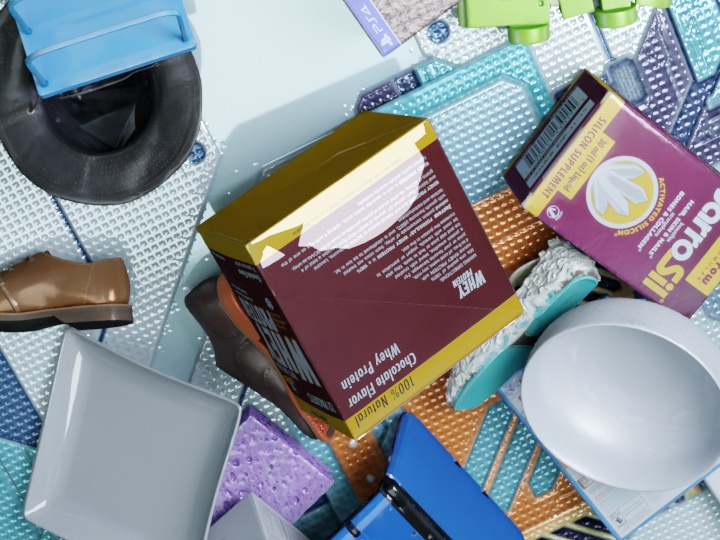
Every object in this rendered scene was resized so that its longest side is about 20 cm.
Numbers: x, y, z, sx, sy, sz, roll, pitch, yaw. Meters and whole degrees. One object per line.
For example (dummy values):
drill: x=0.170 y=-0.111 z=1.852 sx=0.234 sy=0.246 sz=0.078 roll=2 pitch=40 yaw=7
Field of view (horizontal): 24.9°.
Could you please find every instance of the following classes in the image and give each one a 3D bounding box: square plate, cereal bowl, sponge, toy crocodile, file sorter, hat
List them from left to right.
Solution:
file sorter: x=-0.230 y=-0.264 z=1.311 sx=0.137 sy=0.123 sz=0.202 roll=-18 pitch=87 yaw=-3
hat: x=-0.230 y=-0.155 z=1.411 sx=0.198 sy=0.081 sz=0.203 roll=0 pitch=90 yaw=-5
square plate: x=-0.211 y=0.177 z=1.513 sx=0.198 sy=0.028 sz=0.200 roll=21 pitch=105 yaw=20
sponge: x=-0.133 y=0.236 z=1.583 sx=0.111 sy=0.030 sz=0.200 roll=41 pitch=101 yaw=-17
toy crocodile: x=0.182 y=-0.245 z=1.439 sx=0.197 sy=0.062 sz=0.068 roll=-9 pitch=110 yaw=2
cereal bowl: x=0.251 y=0.103 z=1.493 sx=0.198 sy=0.084 sz=0.202 roll=14 pitch=132 yaw=16

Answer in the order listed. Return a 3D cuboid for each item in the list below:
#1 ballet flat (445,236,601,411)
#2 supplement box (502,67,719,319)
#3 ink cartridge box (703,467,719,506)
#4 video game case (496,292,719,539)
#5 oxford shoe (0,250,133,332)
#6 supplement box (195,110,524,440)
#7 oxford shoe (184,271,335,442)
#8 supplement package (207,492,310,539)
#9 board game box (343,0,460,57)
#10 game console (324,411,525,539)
ballet flat: x=0.144 y=0.047 z=1.528 sx=0.072 sy=0.072 sz=0.200 roll=37 pitch=113 yaw=-16
supplement box: x=0.248 y=-0.067 z=1.479 sx=0.199 sy=0.103 sz=0.131 roll=34 pitch=102 yaw=-16
ink cartridge box: x=0.434 y=0.172 z=1.612 sx=0.199 sy=0.043 sz=0.197 roll=-33 pitch=106 yaw=5
video game case: x=0.244 y=0.143 z=1.572 sx=0.143 sy=0.018 sz=0.201 roll=-39 pitch=96 yaw=10
oxford shoe: x=-0.306 y=0.019 z=1.482 sx=0.197 sy=0.071 sz=0.072 roll=-3 pitch=82 yaw=-5
supplement box: x=0.000 y=0.000 z=1.429 sx=0.196 sy=0.133 sz=0.201 roll=-35 pitch=110 yaw=-16
oxford shoe: x=-0.089 y=0.083 z=1.526 sx=0.072 sy=0.071 sz=0.201 roll=-20 pitch=114 yaw=30
supplement package: x=-0.079 y=0.352 z=1.543 sx=0.152 sy=0.151 sz=0.200 roll=-41 pitch=122 yaw=8
board game box: x=0.050 y=-0.310 z=1.377 sx=0.199 sy=0.097 sz=0.160 roll=-36 pitch=109 yaw=7
game console: x=0.057 y=0.271 z=1.555 sx=0.171 sy=0.118 sz=0.200 roll=-43 pitch=107 yaw=-1
